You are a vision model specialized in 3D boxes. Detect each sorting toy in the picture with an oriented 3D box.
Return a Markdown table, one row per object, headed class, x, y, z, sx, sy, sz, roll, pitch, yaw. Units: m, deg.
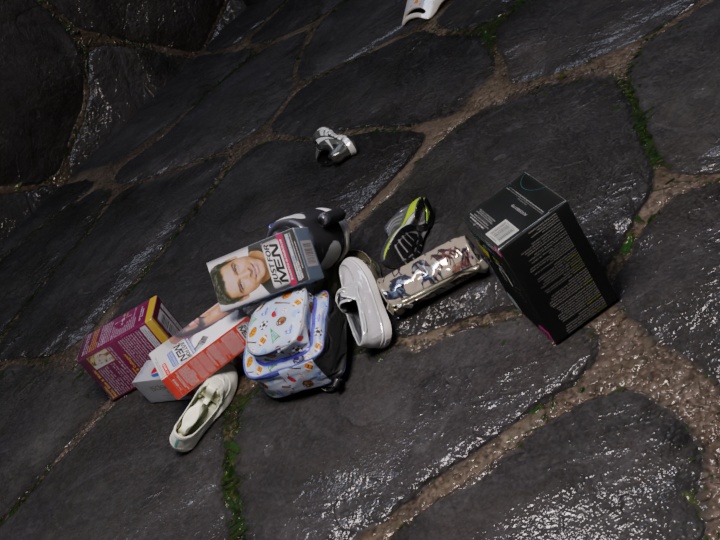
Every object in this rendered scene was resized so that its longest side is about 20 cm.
| class | x | y | z | sx | sy | sz | roll | pitch | yaw |
| --- | --- | --- | --- | --- | --- | --- | --- | --- | --- |
| sorting toy | 0.197 | -0.840 | 2.893 | 0.199 | 0.107 | 0.181 | 0 | 63 | 46 |

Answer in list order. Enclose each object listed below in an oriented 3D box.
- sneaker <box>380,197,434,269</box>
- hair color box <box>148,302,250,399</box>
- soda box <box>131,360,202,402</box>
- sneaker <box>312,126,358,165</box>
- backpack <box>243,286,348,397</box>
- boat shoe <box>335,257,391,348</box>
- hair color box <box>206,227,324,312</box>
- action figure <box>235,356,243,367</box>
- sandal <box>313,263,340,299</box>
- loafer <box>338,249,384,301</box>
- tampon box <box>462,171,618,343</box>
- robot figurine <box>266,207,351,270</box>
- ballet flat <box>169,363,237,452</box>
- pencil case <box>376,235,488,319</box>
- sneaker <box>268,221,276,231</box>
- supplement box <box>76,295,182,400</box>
| class | x | y | z | sx | sy | sz | roll | pitch | yaw |
| --- | --- | --- | --- | --- | --- | --- | --- | --- | --- |
| sneaker | 0.082 | -0.067 | 1.865 | 0.081 | 0.074 | 0.200 | -19 | 24 | 38 |
| hair color box | -0.299 | 0.144 | 1.798 | 0.200 | 0.064 | 0.111 | -36 | 33 | -8 |
| soda box | -0.364 | 0.217 | 1.889 | 0.199 | 0.068 | 0.064 | -10 | 37 | 37 |
| sneaker | -0.089 | -0.315 | 2.404 | 0.090 | 0.067 | 0.200 | -39 | 31 | -13 |
| backpack | -0.124 | 0.137 | 1.691 | 0.190 | 0.154 | 0.200 | -31 | 30 | 29 |
| boat shoe | -0.008 | 0.058 | 1.688 | 0.072 | 0.068 | 0.201 | -57 | 43 | 46 |
| hair color box | -0.176 | 0.000 | 1.711 | 0.199 | 0.099 | 0.061 | -21 | -5 | 26 |
| action figure | -0.175 | 0.112 | 1.856 | 0.200 | 0.065 | 0.052 | -34 | 45 | 2 |
| sandal | -0.082 | -0.004 | 1.923 | 0.080 | 0.057 | 0.201 | -44 | 27 | 19 |
| loafer | 0.000 | 0.000 | 1.835 | 0.075 | 0.070 | 0.200 | -36 | 29 | -2 |
| tampon box | 0.276 | -0.020 | 1.445 | 0.126 | 0.200 | 0.150 | -35 | 27 | -1 |
| robot figurine | -0.102 | -0.052 | 1.819 | 0.150 | 0.125 | 0.200 | -2 | 12 | 32 |
| ballet flat | -0.290 | 0.250 | 1.758 | 0.069 | 0.070 | 0.200 | -2 | 45 | 44 |
| pencil case | 0.130 | 0.010 | 1.678 | 0.199 | 0.078 | 0.090 | -28 | 44 | 13 |
| sneaker | -0.186 | -0.031 | 2.057 | 0.075 | 0.088 | 0.200 | -24 | 32 | 14 |
| supplement box | -0.490 | 0.169 | 2.029 | 0.199 | 0.131 | 0.103 | -28 | 28 | 10 |
